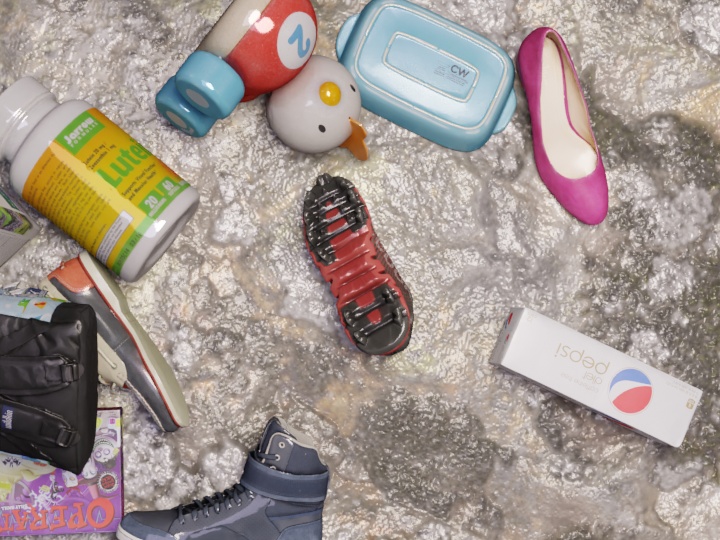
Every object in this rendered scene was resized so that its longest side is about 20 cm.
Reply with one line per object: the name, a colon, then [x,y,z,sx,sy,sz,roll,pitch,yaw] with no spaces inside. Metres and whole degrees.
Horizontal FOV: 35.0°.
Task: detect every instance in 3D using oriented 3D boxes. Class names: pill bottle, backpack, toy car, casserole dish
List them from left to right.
backpack: [-0.343,0.087,1.054,0.198,0.154,0.165,3,110,-5]
pill bottle: [-0.262,-0.091,1.090,0.199,0.111,0.111,39,85,-2]
toy car: [-0.058,-0.179,1.092,0.199,0.177,0.185,38,74,-14]
casserole dish: [0.069,-0.203,1.158,0.198,0.039,0.122,25,87,-4]

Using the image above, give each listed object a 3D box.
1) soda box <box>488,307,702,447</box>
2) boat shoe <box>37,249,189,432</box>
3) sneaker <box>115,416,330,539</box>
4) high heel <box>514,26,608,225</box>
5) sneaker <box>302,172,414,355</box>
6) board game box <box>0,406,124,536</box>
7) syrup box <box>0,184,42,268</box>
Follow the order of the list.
soda box: [0.233,0.106,1.142,0.198,0.068,0.064,25,86,-3]
boat shoe: [-0.236,0.076,1.106,0.062,0.071,0.201,-33,88,-2]
sneaker: [-0.127,0.209,1.099,0.200,0.077,0.148,8,98,-14]
high heel: [0.209,-0.143,1.136,0.067,0.096,0.202,-16,89,-5]
sneaker: [0.000,0.000,1.129,0.070,0.098,0.202,-26,67,7]
board game box: [-0.332,0.197,1.117,0.198,0.032,0.122,-2,92,-5]
syrup box: [-0.362,-0.046,1.036,0.081,0.200,0.079,-43,92,-3]
